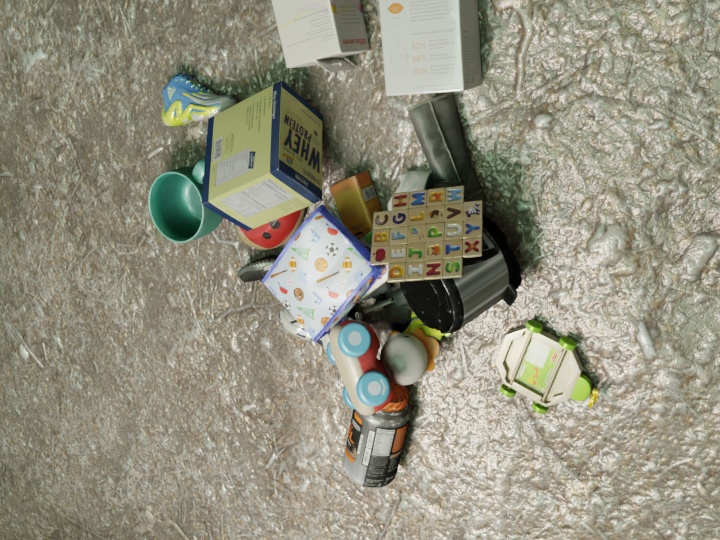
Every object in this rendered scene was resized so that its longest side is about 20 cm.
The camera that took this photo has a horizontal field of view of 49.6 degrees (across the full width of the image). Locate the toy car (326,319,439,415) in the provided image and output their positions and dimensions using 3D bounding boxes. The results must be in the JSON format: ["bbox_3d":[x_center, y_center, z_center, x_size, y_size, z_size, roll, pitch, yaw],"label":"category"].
[{"bbox_3d":[0.053,0.160,1.486,0.184,0.196,0.181,131,117,-73],"label":"toy car"}]

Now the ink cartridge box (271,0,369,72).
[{"bbox_3d":[-0.074,-0.464,1.434,0.123,0.128,0.205,-6,102,29],"label":"ink cartridge box"}]

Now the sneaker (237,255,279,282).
[{"bbox_3d":[-0.179,0.007,1.666,0.196,0.073,0.084,-13,100,31],"label":"sneaker"}]

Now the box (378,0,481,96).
[{"bbox_3d":[0.123,-0.416,1.357,0.149,0.106,0.205,3,107,27],"label":"box"}]

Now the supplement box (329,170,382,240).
[{"bbox_3d":[0.011,-0.087,1.541,0.065,0.069,0.205,-16,96,31],"label":"supplement box"}]

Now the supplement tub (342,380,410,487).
[{"bbox_3d":[0.035,0.336,1.623,0.120,0.122,0.205,20,113,21],"label":"supplement tub"}]

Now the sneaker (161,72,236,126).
[{"bbox_3d":[-0.352,-0.368,1.642,0.196,0.075,0.108,-5,102,30],"label":"sneaker"}]

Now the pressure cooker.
[{"bbox_3d":[0.184,-0.006,1.402,0.178,0.198,0.179,5,121,62],"label":"pressure cooker"}]

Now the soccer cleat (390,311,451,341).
[{"bbox_3d":[0.140,0.097,1.529,0.198,0.064,0.085,-32,87,32],"label":"soccer cleat"}]

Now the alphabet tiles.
[{"bbox_3d":[0.111,-0.063,1.322,0.195,0.006,0.170,-5,65,21],"label":"alphabet tiles"}]

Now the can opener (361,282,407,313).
[{"bbox_3d":[0.081,0.033,1.547,0.197,0.053,0.068,-26,93,30],"label":"can opener"}]

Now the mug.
[{"bbox_3d":[-0.354,-0.152,1.687,0.181,0.114,0.156,-13,99,29],"label":"mug"}]

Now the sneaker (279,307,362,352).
[{"bbox_3d":[-0.077,0.088,1.639,0.197,0.079,0.132,29,104,33],"label":"sneaker"}]

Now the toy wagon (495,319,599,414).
[{"bbox_3d":[0.352,0.191,1.459,0.197,0.039,0.158,26,116,18],"label":"toy wagon"}]

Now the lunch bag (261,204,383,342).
[{"bbox_3d":[-0.063,-0.001,1.470,0.170,0.123,0.201,44,128,8],"label":"lunch bag"}]

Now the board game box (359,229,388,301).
[{"bbox_3d":[0.000,0.000,1.522,0.199,0.030,0.096,-37,88,27],"label":"board game box"}]

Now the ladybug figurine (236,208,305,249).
[{"bbox_3d":[-0.194,-0.122,1.635,0.136,0.072,0.200,50,121,6],"label":"ladybug figurine"}]

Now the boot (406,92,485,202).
[{"bbox_3d":[0.129,-0.198,1.398,0.072,0.180,0.204,4,118,59],"label":"boot"}]

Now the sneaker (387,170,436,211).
[{"bbox_3d":[0.087,-0.094,1.468,0.079,0.070,0.205,10,75,34],"label":"sneaker"}]

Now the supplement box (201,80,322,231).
[{"bbox_3d":[-0.188,-0.218,1.516,0.196,0.133,0.205,-18,61,31],"label":"supplement box"}]
